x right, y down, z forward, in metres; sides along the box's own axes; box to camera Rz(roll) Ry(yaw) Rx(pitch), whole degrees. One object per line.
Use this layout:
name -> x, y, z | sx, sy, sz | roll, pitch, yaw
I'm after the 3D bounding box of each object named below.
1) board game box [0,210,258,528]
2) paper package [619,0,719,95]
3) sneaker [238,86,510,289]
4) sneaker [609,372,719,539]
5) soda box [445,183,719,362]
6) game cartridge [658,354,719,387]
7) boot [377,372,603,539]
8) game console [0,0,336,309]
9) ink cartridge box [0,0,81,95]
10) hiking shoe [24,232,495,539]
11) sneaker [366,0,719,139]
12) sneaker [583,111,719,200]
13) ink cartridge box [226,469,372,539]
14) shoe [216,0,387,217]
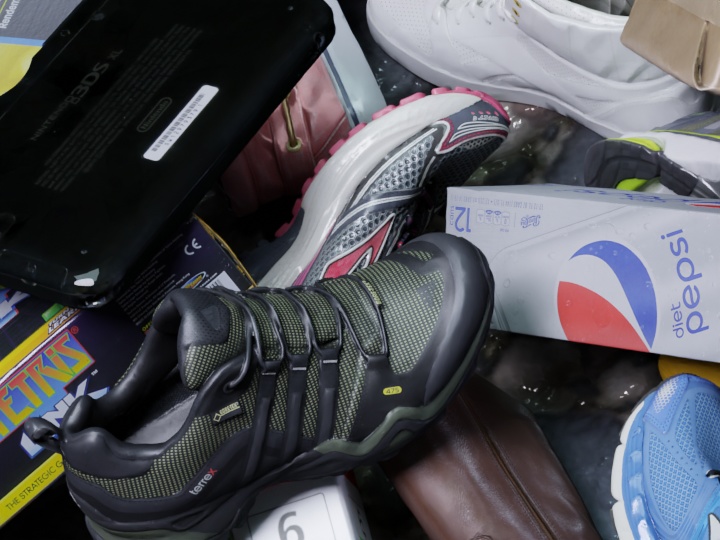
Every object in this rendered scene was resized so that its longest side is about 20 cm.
board game box -> -0.152, 0.038, 1.258 | 0.200, 0.057, 0.165 | -41, 23, -4
paper package -> 0.227, -0.100, 1.154 | 0.200, 0.191, 0.104 | 17, 98, -8
sneaker -> 0.000, 0.000, 1.293 | 0.075, 0.081, 0.200 | 41, 89, 22
sneaker -> 0.165, 0.123, 1.126 | 0.089, 0.078, 0.200 | -44, 48, 35
soda box -> 0.127, 0.001, 1.204 | 0.200, 0.068, 0.064 | 8, 98, 46
game cartridge -> 0.251, 0.063, 1.193 | 0.176, 0.032, 0.200 | -30, 49, -7
boot -> 0.031, 0.110, 1.158 | 0.064, 0.186, 0.200 | -53, 47, 29
game console -> -0.120, -0.038, 1.261 | 0.176, 0.117, 0.200 | 16, 51, 28
ink cartridge box -> -0.195, -0.086, 1.440 | 0.200, 0.047, 0.198 | 7, 57, 19
hiking shoe -> -0.035, 0.040, 1.141 | 0.200, 0.101, 0.076 | -35, 51, -6
sneaker -> 0.078, -0.133, 1.345 | 0.200, 0.116, 0.074 | 22, 64, 31
sneaker -> 0.192, -0.041, 1.241 | 0.081, 0.074, 0.200 | -32, 30, -33
ink cartridge box -> -0.054, 0.113, 1.201 | 0.109, 0.050, 0.200 | -19, 67, 8
shoe -> -0.057, -0.115, 1.398 | 0.091, 0.072, 0.200 | -20, 54, -8
